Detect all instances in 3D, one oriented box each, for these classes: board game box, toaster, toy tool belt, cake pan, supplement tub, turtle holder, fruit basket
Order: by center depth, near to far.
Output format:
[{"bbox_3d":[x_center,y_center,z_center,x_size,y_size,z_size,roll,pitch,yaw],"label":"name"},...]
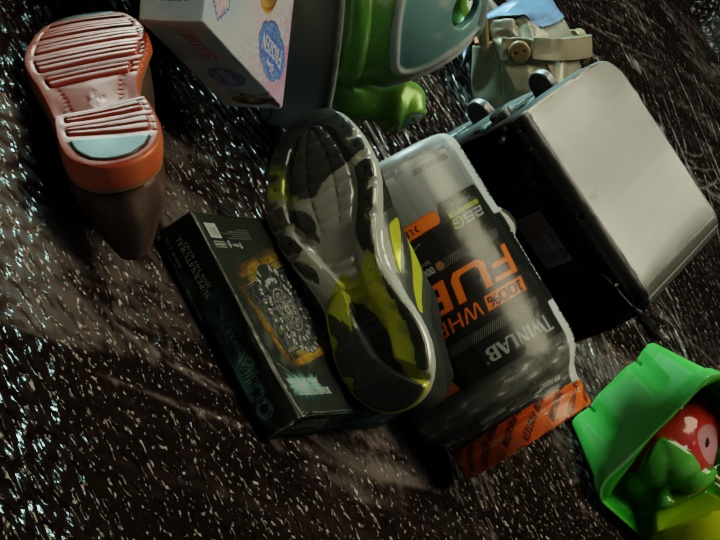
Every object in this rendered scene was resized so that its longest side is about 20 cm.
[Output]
[{"bbox_3d":[-0.041,0.032,1.589,0.136,0.028,0.200,62,16,11],"label":"board game box"},{"bbox_3d":[-0.076,-0.217,1.589,0.200,0.041,0.201,40,55,-75],"label":"board game box"},{"bbox_3d":[0.057,0.024,1.723,0.201,0.122,0.122,58,17,3],"label":"supplement tub"},{"bbox_3d":[-0.041,-0.183,1.769,0.200,0.036,0.202,-177,-90,-80],"label":"cake pan"},{"bbox_3d":[0.022,-0.186,1.910,0.141,0.131,0.187,-149,-123,-75],"label":"turtle holder"},{"bbox_3d":[0.145,-0.040,1.958,0.119,0.180,0.201,-40,100,-33],"label":"toaster"},{"bbox_3d":[0.271,0.182,2.044,0.216,0.155,0.216,45,4,-4],"label":"fruit basket"},{"bbox_3d":[0.138,-0.205,2.369,0.124,0.124,0.200,63,15,-10],"label":"toy tool belt"}]

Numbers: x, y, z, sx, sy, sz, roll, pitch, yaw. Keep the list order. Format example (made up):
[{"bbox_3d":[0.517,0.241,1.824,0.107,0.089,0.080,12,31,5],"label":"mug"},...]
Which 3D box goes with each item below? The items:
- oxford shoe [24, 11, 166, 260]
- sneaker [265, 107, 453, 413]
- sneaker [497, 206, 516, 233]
[{"bbox_3d":[-0.143,-0.079,1.468,0.201,0.071,0.073,-104,-175,-56],"label":"oxford shoe"},{"bbox_3d":[0.000,0.000,1.616,0.085,0.074,0.201,35,36,-67],"label":"sneaker"},{"bbox_3d":[0.070,0.024,1.877,0.075,0.092,0.200,20,-20,23],"label":"sneaker"}]
